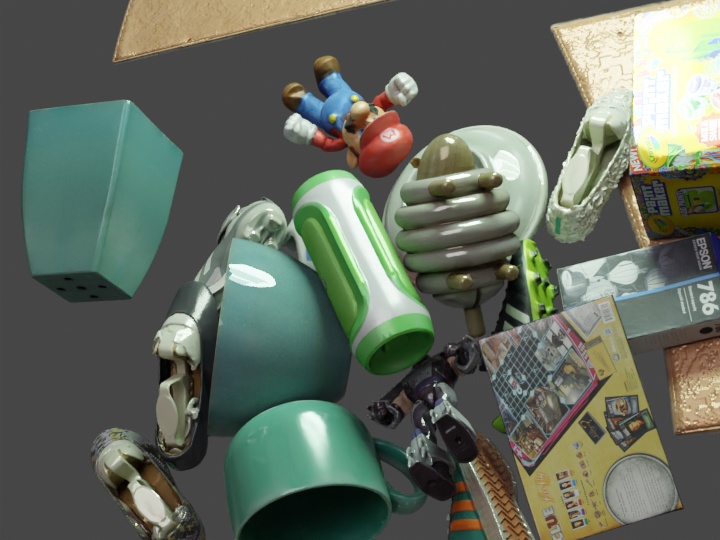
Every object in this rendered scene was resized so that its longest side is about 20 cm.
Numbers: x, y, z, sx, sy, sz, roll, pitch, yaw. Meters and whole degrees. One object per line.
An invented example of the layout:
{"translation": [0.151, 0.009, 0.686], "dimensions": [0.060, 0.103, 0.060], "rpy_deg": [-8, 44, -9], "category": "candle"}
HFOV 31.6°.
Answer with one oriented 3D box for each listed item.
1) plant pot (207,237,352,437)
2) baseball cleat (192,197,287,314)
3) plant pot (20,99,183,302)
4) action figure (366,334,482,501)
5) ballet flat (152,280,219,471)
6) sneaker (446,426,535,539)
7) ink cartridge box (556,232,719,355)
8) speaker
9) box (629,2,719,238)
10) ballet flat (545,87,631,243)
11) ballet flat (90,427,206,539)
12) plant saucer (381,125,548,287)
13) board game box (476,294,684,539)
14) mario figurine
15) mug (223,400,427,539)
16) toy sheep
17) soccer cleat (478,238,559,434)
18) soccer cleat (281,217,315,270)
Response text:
{"translation": [-0.077, 0.076, 1.295], "dimensions": [0.133, 0.201, 0.202], "rpy_deg": [8, 60, -4], "category": "plant pot"}
{"translation": [-0.152, 0.008, 1.434], "dimensions": [0.201, 0.070, 0.106], "rpy_deg": [-51, 22, 2], "category": "baseball cleat"}
{"translation": [-0.314, -0.072, 1.499], "dimensions": [0.140, 0.141, 0.202], "rpy_deg": [-3, 67, 21], "category": "plant pot"}
{"translation": [0.068, 0.123, 1.208], "dimensions": [0.130, 0.069, 0.200], "rpy_deg": [-46, 21, 16], "category": "action figure"}
{"translation": [-0.187, 0.108, 1.338], "dimensions": [0.072, 0.073, 0.203], "rpy_deg": [-1, 82, 22], "category": "ballet flat"}
{"translation": [0.106, 0.232, 1.180], "dimensions": [0.080, 0.071, 0.201], "rpy_deg": [-46, 35, 24], "category": "sneaker"}
{"translation": [0.298, 0.024, 1.249], "dimensions": [0.198, 0.039, 0.100], "rpy_deg": [-14, 56, 13], "category": "ink cartridge box"}
{"translation": [0.000, 0.000, 1.242], "dimensions": [0.088, 0.089, 0.201], "rpy_deg": [-28, 59, 4], "category": "speaker"}
{"translation": [0.374, -0.153, 1.273], "dimensions": [0.190, 0.122, 0.202], "rpy_deg": [-4, 59, 21], "category": "box"}
{"translation": [0.249, -0.122, 1.340], "dimensions": [0.071, 0.072, 0.202], "rpy_deg": [14, 66, 28], "category": "ballet flat"}
{"translation": [-0.230, 0.222, 1.327], "dimensions": [0.072, 0.072, 0.200], "rpy_deg": [-43, 54, -7], "category": "ballet flat"}
{"translation": [0.101, -0.077, 1.361], "dimensions": [0.198, 0.050, 0.202], "rpy_deg": [-16, 57, 25], "category": "plant saucer"}
{"translation": [0.201, 0.139, 1.173], "dimensions": [0.134, 0.035, 0.202], "rpy_deg": [-18, 79, 11], "category": "board game box"}
{"translation": [-0.014, -0.187, 1.458], "dimensions": [0.200, 0.105, 0.125], "rpy_deg": [41, 116, 43], "category": "mario figurine"}
{"translation": [-0.045, 0.201, 1.229], "dimensions": [0.152, 0.184, 0.115], "rpy_deg": [-40, 47, 26], "category": "mug"}
{"translation": [0.097, -0.033, 1.247], "dimensions": [0.136, 0.138, 0.203], "rpy_deg": [-5, 94, 19], "category": "toy sheep"}
{"translation": [0.156, 0.064, 1.262], "dimensions": [0.080, 0.067, 0.202], "rpy_deg": [-15, 62, 28], "category": "soccer cleat"}
{"translation": [-0.018, 0.005, 1.381], "dimensions": [0.086, 0.070, 0.200], "rpy_deg": [-47, 51, 10], "category": "soccer cleat"}
